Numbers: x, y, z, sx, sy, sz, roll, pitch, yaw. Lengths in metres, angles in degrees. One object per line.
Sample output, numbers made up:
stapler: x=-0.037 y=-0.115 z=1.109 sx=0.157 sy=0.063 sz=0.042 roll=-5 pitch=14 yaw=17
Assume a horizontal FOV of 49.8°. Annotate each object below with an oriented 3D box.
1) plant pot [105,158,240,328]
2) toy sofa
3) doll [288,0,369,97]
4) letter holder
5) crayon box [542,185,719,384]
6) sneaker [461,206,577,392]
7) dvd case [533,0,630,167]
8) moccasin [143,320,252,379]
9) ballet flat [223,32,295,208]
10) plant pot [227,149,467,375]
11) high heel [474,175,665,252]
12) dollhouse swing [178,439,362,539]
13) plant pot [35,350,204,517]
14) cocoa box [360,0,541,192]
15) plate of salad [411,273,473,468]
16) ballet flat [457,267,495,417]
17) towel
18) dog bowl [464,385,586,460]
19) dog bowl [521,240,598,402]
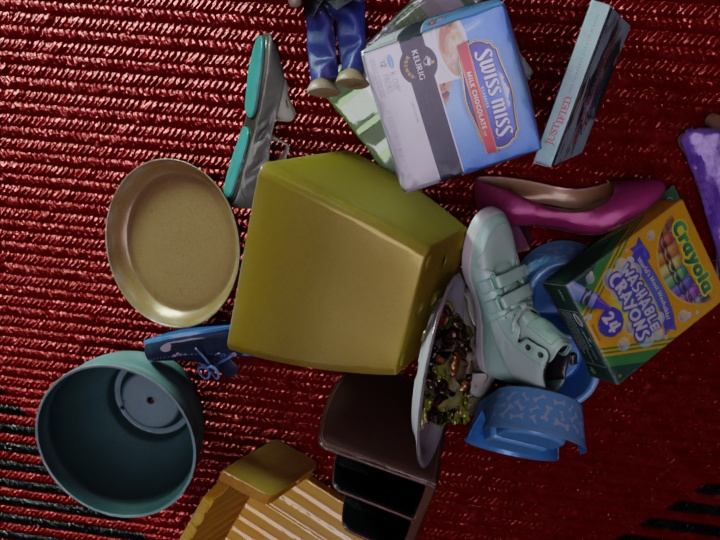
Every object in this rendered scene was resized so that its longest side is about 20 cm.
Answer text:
plant pot: x=-0.221 y=-0.032 z=0.930 sx=0.198 sy=0.027 sz=0.202 roll=4 pitch=99 yaw=24
toy sofa: x=0.421 y=-0.072 z=0.830 sx=0.097 sy=0.083 sz=0.202 roll=-19 pitch=104 yaw=12
doll: x=-0.025 y=-0.292 z=0.818 sx=0.135 sy=0.048 sz=0.202 roll=-7 pitch=87 yaw=35
letter holder: x=0.018 y=0.206 z=0.905 sx=0.141 sy=0.200 sz=0.101 roll=20 pitch=112 yaw=4
crayon box: x=0.310 y=0.011 z=0.839 sx=0.199 sy=0.052 sz=0.126 roll=-35 pitch=103 yaw=-14
sneaker: x=0.175 y=0.033 z=0.820 sx=0.073 sy=0.118 sz=0.202 roll=-24 pitch=115 yaw=-32
dvd case: x=0.221 y=-0.179 z=0.763 sx=0.022 sy=0.200 sz=0.147 roll=24 pitch=109 yaw=19
moccasin: x=-0.157 y=0.097 z=0.930 sx=0.198 sy=0.080 sz=0.069 roll=-6 pitch=93 yaw=-11
ballet flat: x=-0.108 y=-0.166 z=0.890 sx=0.063 sy=0.067 sz=0.202 roll=7 pitch=111 yaw=-24
plant pot: x=0.000 y=0.000 z=0.821 sx=0.175 sy=0.200 sz=0.202 roll=21 pitch=110 yaw=21
high heel: x=0.227 y=-0.086 z=0.856 sx=0.198 sy=0.068 sz=0.097 roll=-19 pitch=114 yaw=16
dollhouse swing: x=-0.114 y=0.360 z=0.998 sx=0.175 sy=0.181 sz=0.201 roll=37 pitch=109 yaw=16
plant pot: x=-0.282 y=0.184 z=0.975 sx=0.198 sy=0.134 sz=0.202 roll=2 pitch=107 yaw=6
cocoa box: x=0.091 y=-0.178 z=0.751 sx=0.130 sy=0.200 sz=0.135 roll=-15 pitch=107 yaw=13
plate of salad: x=0.093 y=0.105 z=0.800 sx=0.048 sy=0.200 sz=0.202 roll=10 pitch=109 yaw=16
ballet flat: x=0.127 y=0.089 z=0.920 sx=0.075 sy=0.068 sz=0.202 roll=-3 pitch=108 yaw=45
towel: x=0.070 y=-0.212 z=0.860 sx=0.199 sy=0.031 sz=0.150 roll=-37 pitch=98 yaw=17
dog bowl: x=0.185 y=0.173 z=0.873 sx=0.110 sy=0.200 sz=0.050 roll=14 pitch=72 yaw=0
dog bowl: x=0.234 y=0.069 z=0.908 sx=0.110 sy=0.050 sz=0.202 roll=3 pitch=107 yaw=7
